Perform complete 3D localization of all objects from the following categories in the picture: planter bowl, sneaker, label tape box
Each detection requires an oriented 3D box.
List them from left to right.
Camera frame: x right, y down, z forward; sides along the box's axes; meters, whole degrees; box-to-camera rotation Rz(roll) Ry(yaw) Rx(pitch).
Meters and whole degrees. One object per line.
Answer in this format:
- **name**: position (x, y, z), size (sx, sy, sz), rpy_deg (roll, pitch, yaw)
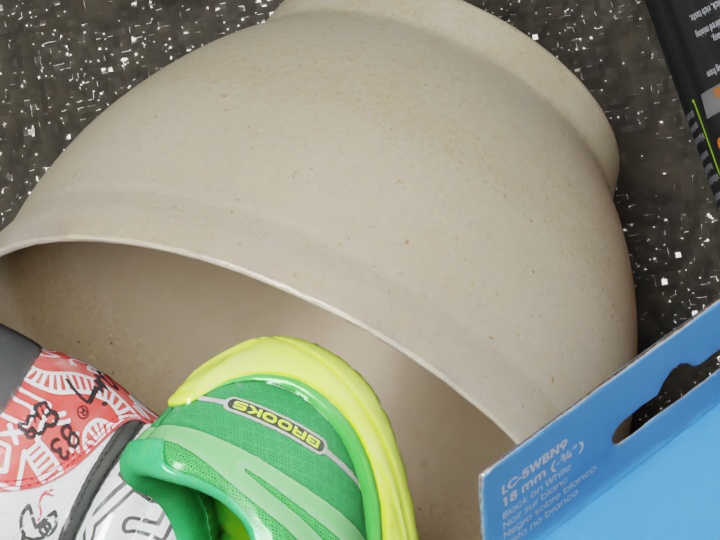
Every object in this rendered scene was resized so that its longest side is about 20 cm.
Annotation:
- **sneaker**: position (-0.110, 0.123, 0.851), size (0.108, 0.067, 0.202), rpy_deg (28, 84, -5)
- **sneaker**: position (-0.014, 0.119, 0.801), size (0.084, 0.074, 0.200), rpy_deg (-25, 99, -35)
- **planter bowl**: position (0.000, 0.000, 0.898), size (0.200, 0.200, 0.135), rpy_deg (24, 62, 8)
- **label tape box**: position (0.102, 0.098, 0.837), size (0.144, 0.200, 0.063), rpy_deg (-35, 57, -25)

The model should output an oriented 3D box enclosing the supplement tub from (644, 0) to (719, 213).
- **supplement tub**: position (0.161, -0.048, 0.901), size (0.122, 0.123, 0.200), rpy_deg (-19, 85, 5)
